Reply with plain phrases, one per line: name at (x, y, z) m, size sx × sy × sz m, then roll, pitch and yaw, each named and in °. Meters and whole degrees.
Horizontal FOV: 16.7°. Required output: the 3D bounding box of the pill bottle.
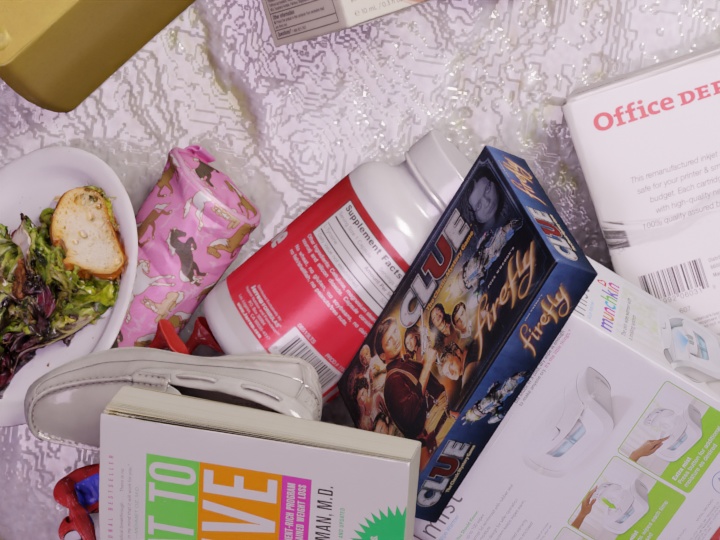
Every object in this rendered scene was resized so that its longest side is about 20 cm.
pill bottle at (0.000, 0.000, 1.664) m, size 0.200 × 0.112 × 0.112 m, roll -40°, pitch 92°, yaw 10°

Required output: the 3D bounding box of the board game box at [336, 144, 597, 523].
board game box at (0.063, 0.040, 1.557) m, size 0.034 × 0.136 × 0.201 m, roll 18°, pitch 115°, yaw -29°

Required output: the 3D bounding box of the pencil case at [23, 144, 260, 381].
pencil case at (-0.153, 0.010, 1.704) m, size 0.086 × 0.083 × 0.200 m, roll 41°, pitch 103°, yaw 2°

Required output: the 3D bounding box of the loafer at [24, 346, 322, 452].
loafer at (-0.124, 0.091, 1.599) m, size 0.198 × 0.070 × 0.070 m, roll -5°, pitch 116°, yaw 6°

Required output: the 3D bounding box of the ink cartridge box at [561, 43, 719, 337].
ink cartridge box at (0.233, -0.045, 1.638) m, size 0.145 × 0.084 × 0.202 m, roll -17°, pitch 97°, yaw 12°

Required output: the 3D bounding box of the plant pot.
plant pot at (-0.212, -0.232, 1.626) m, size 0.200 × 0.176 × 0.200 m, roll -39°, pitch 92°, yaw 13°

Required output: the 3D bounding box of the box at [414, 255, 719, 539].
box at (0.151, 0.119, 1.600) m, size 0.176 × 0.097 × 0.201 m, roll 30°, pitch 117°, yaw -3°

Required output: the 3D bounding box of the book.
book at (-0.065, 0.157, 1.545) m, size 0.198 × 0.048 × 0.135 m, roll 9°, pitch 111°, yaw 12°

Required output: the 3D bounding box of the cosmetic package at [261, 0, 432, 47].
cosmetic package at (-0.029, -0.260, 1.621) m, size 0.087 × 0.103 × 0.202 m, roll -21°, pitch 99°, yaw -31°

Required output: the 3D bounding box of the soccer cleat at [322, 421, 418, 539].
soccer cleat at (-0.017, 0.131, 1.715) m, size 0.199 × 0.069 × 0.085 m, roll 35°, pitch 98°, yaw -3°

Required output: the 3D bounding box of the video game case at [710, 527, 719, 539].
video game case at (0.159, 0.151, 1.693) m, size 0.198 × 0.017 × 0.144 m, roll 12°, pitch 95°, yaw -3°

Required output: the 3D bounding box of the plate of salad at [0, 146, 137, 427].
plate of salad at (-0.234, 0.007, 1.685) m, size 0.199 × 0.048 × 0.202 m, roll -14°, pitch 66°, yaw 34°

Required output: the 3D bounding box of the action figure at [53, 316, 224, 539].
action figure at (-0.148, 0.137, 1.692) m, size 0.099 × 0.065 × 0.200 m, roll 54°, pitch 124°, yaw 28°
